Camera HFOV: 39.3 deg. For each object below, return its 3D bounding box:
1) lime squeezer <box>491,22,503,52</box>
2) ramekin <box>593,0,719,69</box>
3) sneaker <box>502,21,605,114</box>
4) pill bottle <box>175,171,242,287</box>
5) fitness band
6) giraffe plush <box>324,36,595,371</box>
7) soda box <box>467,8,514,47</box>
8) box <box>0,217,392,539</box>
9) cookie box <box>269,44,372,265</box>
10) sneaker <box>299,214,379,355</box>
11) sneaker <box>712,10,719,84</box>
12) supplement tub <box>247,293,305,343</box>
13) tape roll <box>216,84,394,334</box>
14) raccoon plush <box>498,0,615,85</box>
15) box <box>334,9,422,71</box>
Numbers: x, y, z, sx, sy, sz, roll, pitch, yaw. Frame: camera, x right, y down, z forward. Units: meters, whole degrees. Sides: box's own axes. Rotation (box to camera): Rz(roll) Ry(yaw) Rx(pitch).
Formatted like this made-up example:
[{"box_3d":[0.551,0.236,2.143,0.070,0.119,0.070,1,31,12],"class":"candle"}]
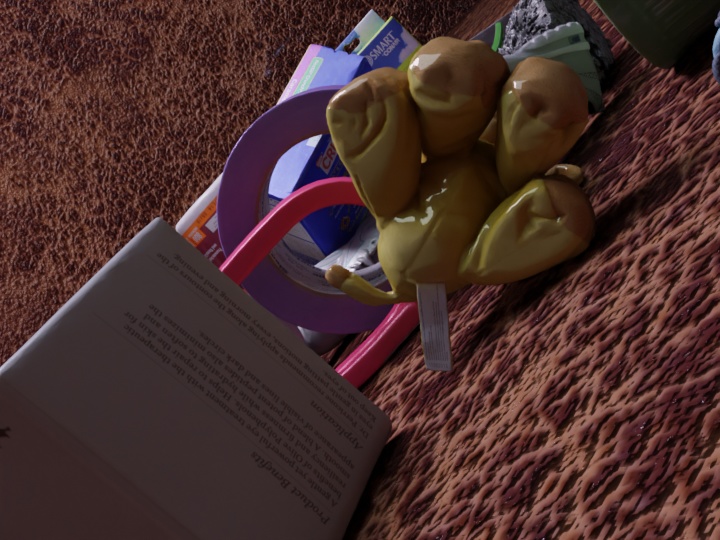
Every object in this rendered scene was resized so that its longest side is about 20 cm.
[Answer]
[{"box_3d":[0.102,-0.180,0.961,0.200,0.038,0.070,-44,23,-27],"class":"lime squeezer"},{"box_3d":[0.201,-0.252,0.705,0.097,0.200,0.200,-34,14,29],"class":"ramekin"},{"box_3d":[0.109,-0.119,0.770,0.199,0.082,0.075,-30,-1,-17],"class":"sneaker"},{"box_3d":[-0.124,-0.027,1.269,0.114,0.200,0.114,-46,8,8],"class":"pill bottle"},{"box_3d":[-0.034,0.021,0.784,0.200,0.144,0.037,-46,7,5],"class":"fitness band"},{"box_3d":[0.077,-0.056,0.669,0.162,0.171,0.201,-41,-36,-63],"class":"giraffe plush"},{"box_3d":[0.160,-0.249,1.193,0.200,0.070,0.063,-38,1,-28],"class":"soda box"},{"box_3d":[-0.130,0.125,0.598,0.200,0.199,0.172,-43,9,35],"class":"box"},{"box_3d":[-0.026,-0.101,1.043,0.172,0.075,0.200,-62,-29,-17],"class":"cookie box"},{"box_3d":[0.000,0.000,0.974,0.201,0.070,0.080,-51,12,-27],"class":"sneaker"},{"box_3d":[0.210,-0.140,0.521,0.096,0.079,0.200,-48,8,12],"class":"sneaker"},{"box_3d":[-0.136,0.101,0.929,0.146,0.145,0.200,-51,8,-25],"class":"supplement tub"},{"box_3d":[-0.017,-0.054,0.850,0.200,0.200,0.085,-46,9,10],"class":"tape roll"},{"box_3d":[0.151,-0.195,0.927,0.134,0.096,0.201,-41,33,37],"class":"raccoon plush"},{"box_3d":[0.051,-0.207,1.216,0.122,0.200,0.048,-48,8,-4],"class":"box"}]
